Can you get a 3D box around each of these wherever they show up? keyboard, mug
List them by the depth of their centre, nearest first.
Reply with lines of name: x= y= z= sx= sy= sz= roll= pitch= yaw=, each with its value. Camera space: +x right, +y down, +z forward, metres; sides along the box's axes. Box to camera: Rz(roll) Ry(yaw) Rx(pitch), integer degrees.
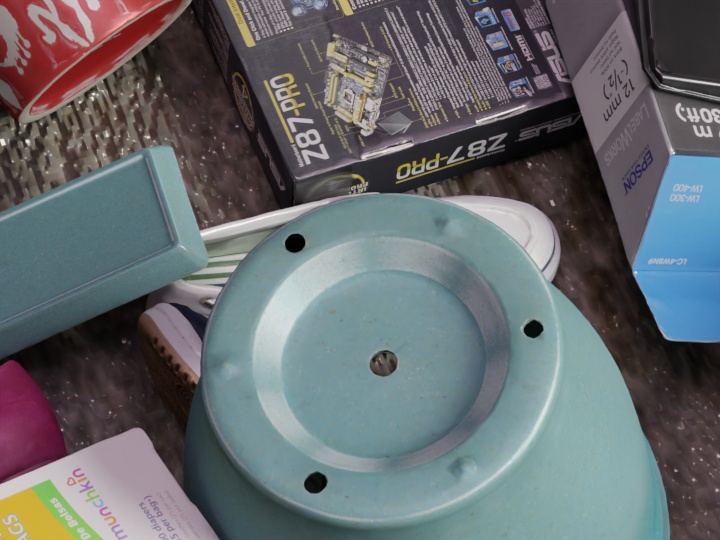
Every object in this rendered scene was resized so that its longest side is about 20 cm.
keyboard: x=0.186 y=-0.159 z=1.293 sx=0.127 sy=0.021 sz=0.200 roll=8 pitch=59 yaw=-12
mug: x=-0.163 y=-0.193 z=1.302 sx=0.177 sy=0.133 sz=0.200 roll=-36 pitch=88 yaw=-3

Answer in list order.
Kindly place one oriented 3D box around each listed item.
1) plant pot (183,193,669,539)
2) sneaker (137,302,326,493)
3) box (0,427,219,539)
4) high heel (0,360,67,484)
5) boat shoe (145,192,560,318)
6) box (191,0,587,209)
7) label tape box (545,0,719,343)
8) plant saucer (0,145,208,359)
plant pot: x=0.018 y=0.072 z=1.061 sx=0.200 sy=0.188 sz=0.200 roll=-3 pitch=64 yaw=6
sneaker: x=-0.003 y=0.069 z=1.218 sx=0.108 sy=0.070 sz=0.200 roll=-39 pitch=75 yaw=-17
box: x=-0.118 y=0.172 z=1.066 sx=0.101 sy=0.200 sz=0.113 roll=-22 pitch=62 yaw=-32
high heel: x=-0.222 y=0.103 z=1.185 sx=0.200 sy=0.067 sz=0.096 roll=-15 pitch=71 yaw=-17
boat shoe: x=0.000 y=0.000 z=1.262 sx=0.200 sy=0.067 sz=0.074 roll=-15 pitch=61 yaw=-11
box: x=0.005 y=-0.133 z=1.354 sx=0.161 sy=0.049 sz=0.200 roll=-17 pitch=62 yaw=-15
label tape box: x=0.184 y=-0.064 z=1.286 sx=0.143 sy=0.066 sz=0.200 roll=2 pitch=55 yaw=-26
plant saucer: x=-0.169 y=0.007 z=1.241 sx=0.200 sy=0.019 sz=0.070 roll=-23 pitch=61 yaw=6
